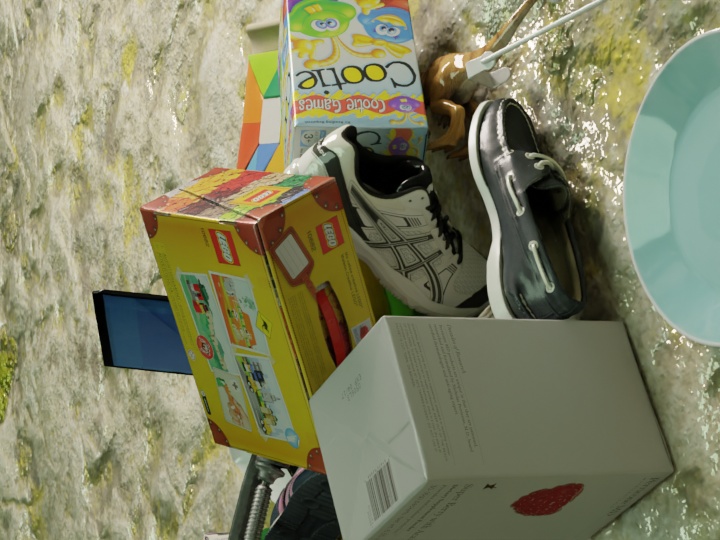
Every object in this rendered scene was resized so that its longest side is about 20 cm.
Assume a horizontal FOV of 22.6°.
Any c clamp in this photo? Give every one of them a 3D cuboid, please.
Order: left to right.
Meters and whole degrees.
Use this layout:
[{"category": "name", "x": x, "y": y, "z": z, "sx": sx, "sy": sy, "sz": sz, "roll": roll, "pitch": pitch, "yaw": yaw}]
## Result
[{"category": "c clamp", "x": -0.087, "y": 0.218, "z": 1.404, "sx": 0.171, "sy": 0.027, "sz": 0.202, "roll": 128, "pitch": 155, "yaw": -72}]

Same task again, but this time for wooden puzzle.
[{"category": "wooden puzzle", "x": -0.072, "y": -0.136, "z": 1.680, "sx": 0.185, "sy": 0.037, "sz": 0.202, "roll": 4, "pitch": 93, "yaw": 61}]

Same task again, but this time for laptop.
[{"category": "laptop", "x": -0.129, "y": 0.106, "z": 1.506, "sx": 0.201, "sy": 0.103, "sz": 0.178, "roll": 57, "pitch": 165, "yaw": 17}]

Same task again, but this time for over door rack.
[{"category": "over door rack", "x": 0.123, "y": -0.238, "z": 1.270, "sx": 0.200, "sy": 0.066, "sz": 0.149, "roll": -31, "pitch": 62, "yaw": 45}]

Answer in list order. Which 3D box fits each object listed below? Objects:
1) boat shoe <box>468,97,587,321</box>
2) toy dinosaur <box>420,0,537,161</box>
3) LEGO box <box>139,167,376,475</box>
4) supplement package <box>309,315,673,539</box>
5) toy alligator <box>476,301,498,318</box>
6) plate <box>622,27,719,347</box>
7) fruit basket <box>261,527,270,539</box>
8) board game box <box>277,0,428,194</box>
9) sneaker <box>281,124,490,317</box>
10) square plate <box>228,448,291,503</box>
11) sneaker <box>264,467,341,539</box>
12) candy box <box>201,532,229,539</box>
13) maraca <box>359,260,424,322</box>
[{"category": "boat shoe", "x": 0.125, "y": -0.045, "z": 1.292, "sx": 0.060, "sy": 0.075, "sz": 0.202, "roll": -30, "pitch": 56, "yaw": 36}, {"category": "toy dinosaur", "x": 0.076, "y": -0.145, "z": 1.390, "sx": 0.200, "sy": 0.060, "sz": 0.107, "roll": -23, "pitch": 68, "yaw": 59}, {"category": "LEGO box", "x": -0.064, "y": 0.035, "z": 1.302, "sx": 0.148, "sy": 0.077, "sz": 0.202, "roll": 9, "pitch": 121, "yaw": 49}, {"category": "supplement package", "x": 0.087, "y": 0.112, "z": 1.217, "sx": 0.121, "sy": 0.198, "sz": 0.121, "roll": -50, "pitch": 47, "yaw": 47}, {"category": "toy alligator", "x": 0.087, "y": 0.075, "z": 1.347, "sx": 0.054, "sy": 0.059, "sz": 0.200, "roll": 44, "pitch": 160, "yaw": 4}, {"category": "plate", "x": 0.235, "y": -0.052, "z": 1.135, "sx": 0.200, "sy": 0.025, "sz": 0.202, "roll": -3, "pitch": 87, "yaw": 62}, {"category": "fruit basket", "x": -0.051, "y": 0.314, "z": 1.491, "sx": 0.201, "sy": 0.093, "sz": 0.186, "roll": -85, "pitch": -17, "yaw": -59}, {"category": "board game box", "x": -0.010, "y": -0.137, "z": 1.426, "sx": 0.201, "sy": 0.102, "sz": 0.105, "roll": -96, "pitch": 9, "yaw": -46}, {"category": "sneaker", "x": 0.038, "y": -0.034, "z": 1.334, "sx": 0.088, "sy": 0.199, "sz": 0.076, "roll": -45, "pitch": 31, "yaw": 29}, {"category": "square plate", "x": -0.089, "y": 0.132, "z": 1.645, "sx": 0.200, "sy": 0.028, "sz": 0.199, "roll": 32, "pitch": 142, "yaw": 54}, {"category": "sneaker", "x": -0.020, "y": 0.160, "z": 1.390, "sx": 0.200, "sy": 0.070, "sz": 0.082, "roll": -45, "pitch": 21, "yaw": 56}, {"category": "candy box", "x": -0.115, "y": 0.370, "z": 1.722, "sx": 0.201, "sy": 0.061, "sz": 0.137, "roll": 64, "pitch": 142, "yaw": 40}, {"category": "maraca", "x": 0.000, "y": 0.000, "z": 1.481, "sx": 0.200, "sy": 0.107, "sz": 0.137, "roll": 50, "pitch": 164, "yaw": 24}]
